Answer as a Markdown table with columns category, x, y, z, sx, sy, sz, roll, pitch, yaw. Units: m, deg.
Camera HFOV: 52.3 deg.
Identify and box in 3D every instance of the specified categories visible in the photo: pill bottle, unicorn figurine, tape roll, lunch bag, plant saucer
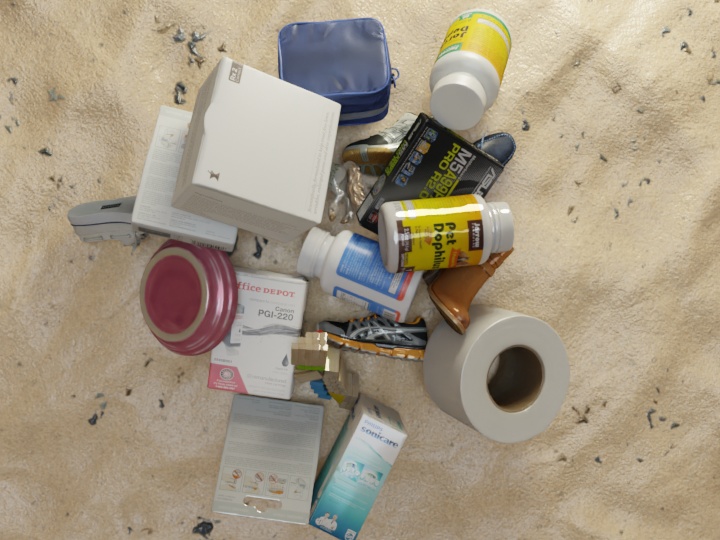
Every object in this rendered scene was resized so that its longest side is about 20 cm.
| category | x | y | z | sx | sy | sz | roll | pitch | yaw |
| --- | --- | --- | --- | --- | --- | --- | --- | --- | --- |
| pill bottle | 0.000 | 0.000 | 1.216 | 0.198 | 0.112 | 0.113 | 22 | 92 | 5 |
| pill bottle | 0.131 | -0.059 | 1.133 | 0.197 | 0.109 | 0.111 | -6 | 93 | -7 |
| unicorn figurine | -0.089 | -0.142 | 1.233 | 0.197 | 0.074 | 0.139 | -6 | 85 | -3 |
| tape roll | 0.218 | 0.163 | 1.197 | 0.200 | 0.139 | 0.206 | -2 | 96 | -21 |
| lunch bag | -0.034 | -0.316 | 1.194 | 0.197 | 0.132 | 0.138 | -3 | 77 | -1 |
| plant saucer | -0.291 | 0.039 | 1.199 | 0.198 | 0.051 | 0.203 | -1 | 87 | 29 |
| pill bottle | 0.171 | -0.315 | 1.159 | 0.112 | 0.113 | 0.201 | 24 | 51 | -3 |

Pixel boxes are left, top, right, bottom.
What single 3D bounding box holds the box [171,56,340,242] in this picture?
| category | x | y | z | sx | sy | sz | roll | pitch | yaw |
| --- | --- | --- | --- | --- | --- | --- | --- | --- | --- |
| box | -0.155 | -0.173 | 1.095 | 0.198 | 0.130 | 0.201 | 17 | 73 | -24 |

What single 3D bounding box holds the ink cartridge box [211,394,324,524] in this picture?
| category | x | y | z | sx | sy | sz | roll | pitch | yaw |
| --- | --- | --- | --- | --- | --- | --- | --- | --- | --- |
| ink cartridge box | -0.150 | 0.313 | 1.214 | 0.158 | 0.047 | 0.202 | 8 | 57 | -3 |

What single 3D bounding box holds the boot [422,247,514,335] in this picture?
| category | x | y | z | sx | sy | sz | roll | pitch | yaw |
| --- | --- | --- | --- | --- | --- | --- | --- | --- | --- |
| boot | 0.184 | 0.009 | 1.183 | 0.154 | 0.201 | 0.074 | -33 | 117 | 8 |

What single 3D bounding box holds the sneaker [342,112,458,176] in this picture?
| category | x | y | z | sx | sy | sz | roll | pitch | yaw |
| --- | --- | --- | --- | --- | --- | --- | --- | --- | --- |
| sneaker | 0.066 | -0.219 | 1.240 | 0.197 | 0.076 | 0.089 | -7 | 63 | 8 |

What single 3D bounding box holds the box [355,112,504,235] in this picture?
| category | x | y | z | sx | sy | sz | roll | pitch | yaw |
| --- | --- | --- | --- | --- | --- | --- | --- | --- | --- |
| box | 0.110 | -0.127 | 1.181 | 0.159 | 0.044 | 0.201 | 27 | 110 | -21 |

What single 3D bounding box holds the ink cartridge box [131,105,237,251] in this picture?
| category | x | y | z | sx | sy | sz | roll | pitch | yaw |
| --- | --- | --- | --- | --- | --- | --- | --- | --- | --- |
| ink cartridge box | -0.261 | -0.145 | 1.161 | 0.158 | 0.047 | 0.202 | 12 | 72 | -12 |

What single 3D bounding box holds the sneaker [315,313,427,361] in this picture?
| category | x | y | z | sx | sy | sz | roll | pitch | yaw |
| --- | --- | --- | --- | --- | --- | --- | --- | --- | --- |
| sneaker | 0.022 | 0.105 | 1.252 | 0.197 | 0.078 | 0.078 | 10 | 81 | -6 |

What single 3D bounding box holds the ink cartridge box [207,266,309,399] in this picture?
| category | x | y | z | sx | sy | sz | roll | pitch | yaw |
| --- | --- | --- | --- | --- | --- | --- | --- | --- | --- |
| ink cartridge box | -0.171 | 0.102 | 1.236 | 0.144 | 0.085 | 0.203 | 8 | 91 | -2 |

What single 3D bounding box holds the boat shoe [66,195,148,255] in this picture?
| category | x | y | z | sx | sy | sz | roll | pitch | yaw |
| --- | --- | --- | --- | --- | --- | --- | --- | --- | --- |
| boat shoe | -0.384 | -0.069 | 1.221 | 0.199 | 0.075 | 0.087 | -5 | 123 | 10 |

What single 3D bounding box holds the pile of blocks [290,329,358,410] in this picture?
| category | x | y | z | sx | sy | sz | roll | pitch | yaw |
| --- | --- | --- | --- | --- | --- | --- | --- | --- | --- |
| pile of blocks | -0.062 | 0.159 | 1.227 | 0.081 | 0.063 | 0.201 | -12 | 136 | 16 |

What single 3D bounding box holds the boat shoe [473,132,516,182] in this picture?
| category | x | y | z | sx | sy | sz | roll | pitch | yaw |
| --- | --- | --- | --- | --- | --- | --- | --- | --- | --- |
| boat shoe | 0.182 | -0.161 | 1.238 | 0.199 | 0.069 | 0.084 | -39 | 94 | 1 |

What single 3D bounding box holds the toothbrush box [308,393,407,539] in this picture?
| category | x | y | z | sx | sy | sz | roll | pitch | yaw |
| --- | --- | --- | --- | --- | --- | --- | --- | --- | --- |
| toothbrush box | -0.007 | 0.324 | 1.222 | 0.085 | 0.146 | 0.202 | 25 | 91 | -4 |
